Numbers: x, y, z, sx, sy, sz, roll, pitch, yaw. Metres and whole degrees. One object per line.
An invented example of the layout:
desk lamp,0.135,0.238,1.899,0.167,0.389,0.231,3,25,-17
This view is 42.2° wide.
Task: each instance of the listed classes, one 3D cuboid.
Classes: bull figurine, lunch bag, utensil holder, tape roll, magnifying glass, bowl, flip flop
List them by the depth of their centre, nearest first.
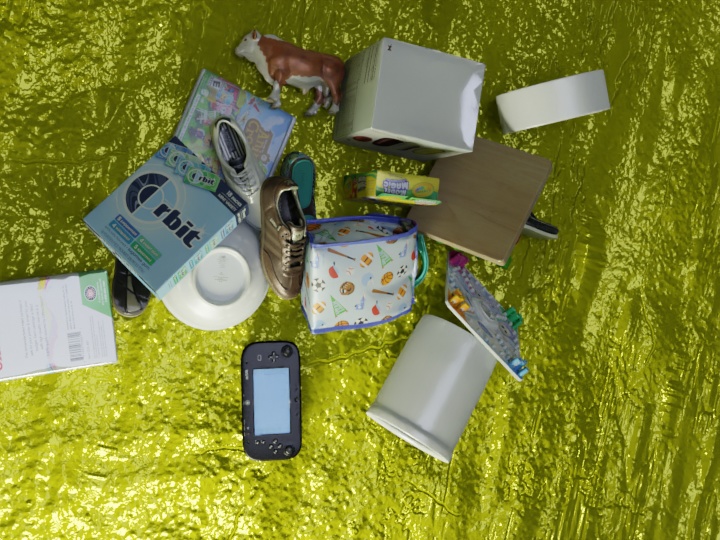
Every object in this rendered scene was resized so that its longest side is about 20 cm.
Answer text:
flip flop,-0.353,-0.019,1.494,0.079,0.058,0.204,10,69,-11
bowl,-0.232,0.005,1.521,0.196,0.090,0.206,-3,99,-18
bull figurine,-0.115,-0.332,1.571,0.196,0.065,0.125,6,83,-22
lunch bag,0.000,0.000,1.576,0.195,0.124,0.174,-6,119,-13
utensil holder,0.127,0.203,1.627,0.168,0.169,0.203,33,79,-17
tape roll,0.345,-0.301,1.671,0.198,0.202,0.072,-15,96,-18
magnifying glass,0.096,-0.068,1.683,0.078,0.022,0.205,11,87,-20

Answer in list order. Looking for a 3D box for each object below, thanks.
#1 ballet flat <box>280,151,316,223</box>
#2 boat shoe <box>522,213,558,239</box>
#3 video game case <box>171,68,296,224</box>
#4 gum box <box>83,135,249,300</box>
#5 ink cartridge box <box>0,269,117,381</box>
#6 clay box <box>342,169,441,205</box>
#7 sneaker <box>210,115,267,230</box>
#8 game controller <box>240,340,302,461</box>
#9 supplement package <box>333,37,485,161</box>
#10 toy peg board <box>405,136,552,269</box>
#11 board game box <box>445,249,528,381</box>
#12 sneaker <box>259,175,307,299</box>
ballet flat,-0.110,-0.105,1.578,0.073,0.074,0.204,0,114,-19
boat shoe,0.288,-0.110,1.725,0.197,0.072,0.069,23,85,-16
video game case,-0.223,-0.205,1.562,0.179,0.022,0.204,25,83,-19
gum box,-0.302,-0.084,1.460,0.169,0.045,0.200,41,73,12
ink cartridge box,-0.486,0.082,1.442,0.196,0.087,0.149,-8,94,-21
clay box,0.053,-0.137,1.570,0.112,0.199,0.049,5,90,-20
sneaker,-0.194,-0.155,1.519,0.072,0.071,0.203,-27,97,2
game controller,-0.152,0.222,1.591,0.102,0.042,0.205,-2,92,-20
supplement package,0.078,-0.280,1.575,0.187,0.199,0.151,9,88,-19
toy peg board,0.213,-0.114,1.639,0.202,0.197,0.098,-61,152,-13
board game box,0.225,0.071,1.650,0.026,0.201,0.200,-38,107,22
sneaker,-0.120,-0.049,1.499,0.069,0.075,0.205,-16,104,-32
